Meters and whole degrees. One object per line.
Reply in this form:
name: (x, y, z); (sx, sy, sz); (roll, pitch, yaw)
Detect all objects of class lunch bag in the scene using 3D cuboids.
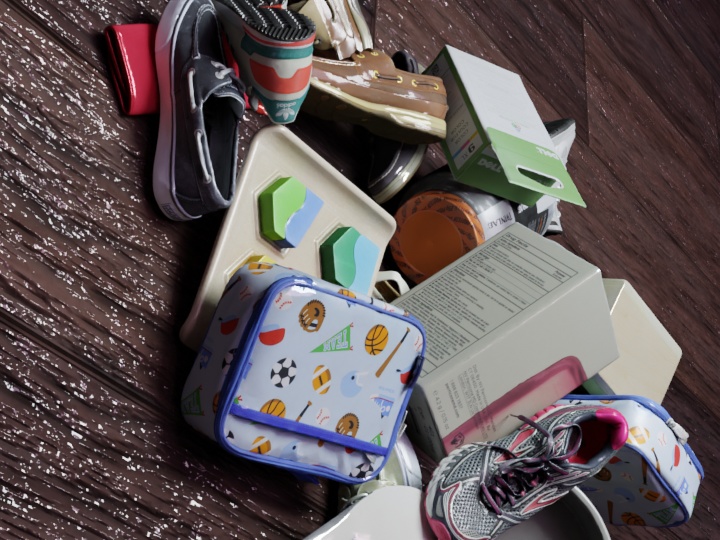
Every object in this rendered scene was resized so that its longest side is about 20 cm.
lunch bag: (0.239, 0.185, 1.462); (0.160, 0.200, 0.076); (51, 51, -31)
lunch bag: (-0.039, 0.089, 1.153); (0.200, 0.076, 0.160); (23, 87, -42)

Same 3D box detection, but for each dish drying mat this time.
dish drying mat: (-0.146, -0.173, 1.245); (0.200, 0.018, 0.077); (-15, 88, -61)

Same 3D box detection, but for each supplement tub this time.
supplement tub: (0.113, -0.054, 1.489); (0.200, 0.123, 0.123); (-33, 102, -59)

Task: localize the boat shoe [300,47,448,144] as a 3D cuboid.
boat shoe: (-0.002, -0.174, 1.361); (0.200, 0.072, 0.068); (14, 79, -33)

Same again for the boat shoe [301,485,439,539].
boat shoe: (-0.014, 0.232, 1.148); (0.200, 0.069, 0.072); (-28, 85, -46)

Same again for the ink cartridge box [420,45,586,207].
ink cartridge box: (0.134, -0.124, 1.422); (0.104, 0.059, 0.200); (17, 38, -36)

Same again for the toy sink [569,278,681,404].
toy sink: (0.210, 0.088, 1.532); (0.130, 0.200, 0.112); (47, 60, -34)

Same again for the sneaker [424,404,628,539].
sneaker: (0.137, 0.164, 1.212); (0.200, 0.075, 0.081); (-31, 95, -29)

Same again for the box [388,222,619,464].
box: (0.112, 0.066, 1.301); (0.200, 0.128, 0.109); (-32, 126, -17)

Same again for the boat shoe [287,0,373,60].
boat shoe: (-0.042, -0.247, 1.412); (0.074, 0.076, 0.200); (-10, 90, -31)

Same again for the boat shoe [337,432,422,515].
boat shoe: (0.013, 0.209, 1.231); (0.062, 0.072, 0.200); (4, 71, -53)

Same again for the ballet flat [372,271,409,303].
ballet flat: (0.000, 0.000, 1.334); (0.200, 0.063, 0.069); (52, 33, -28)

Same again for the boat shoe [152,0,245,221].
boat shoe: (-0.124, -0.140, 1.181); (0.072, 0.068, 0.200); (32, 54, -52)

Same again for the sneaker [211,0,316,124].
sneaker: (-0.087, -0.184, 1.243); (0.200, 0.070, 0.093); (-128, -141, -62)

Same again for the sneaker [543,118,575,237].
sneaker: (0.213, -0.103, 1.743); (0.200, 0.076, 0.115); (-42, 118, -49)

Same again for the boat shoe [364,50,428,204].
boat shoe: (0.033, -0.149, 1.473); (0.065, 0.072, 0.200); (39, 45, -20)

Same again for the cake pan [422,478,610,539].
cake pan: (0.122, 0.265, 1.277); (0.037, 0.200, 0.200); (84, -8, -80)

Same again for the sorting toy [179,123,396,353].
sorting toy: (-0.050, 0.006, 1.212); (0.185, 0.036, 0.200); (38, 64, -41)
